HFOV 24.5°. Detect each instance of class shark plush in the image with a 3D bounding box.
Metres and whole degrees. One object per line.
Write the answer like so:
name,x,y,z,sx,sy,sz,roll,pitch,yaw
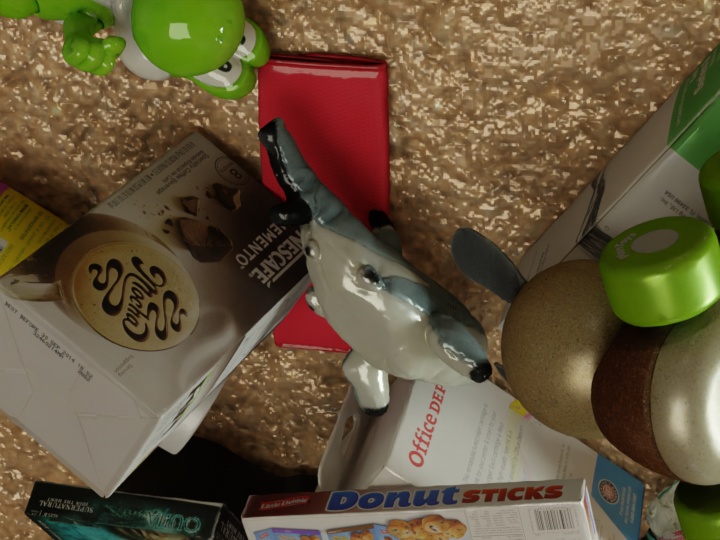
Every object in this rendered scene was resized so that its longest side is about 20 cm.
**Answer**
shark plush,0.000,0.000,0.956,0.200,0.083,0.091,42,133,-13

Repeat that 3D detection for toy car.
toy car,0.135,0.032,0.847,0.200,0.158,0.165,7,125,48

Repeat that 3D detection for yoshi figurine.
yoshi figurine,-0.139,-0.158,0.891,0.200,0.112,0.113,25,119,-6

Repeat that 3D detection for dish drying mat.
dish drying mat,-0.020,-0.037,0.992,0.077,0.018,0.200,6,123,10

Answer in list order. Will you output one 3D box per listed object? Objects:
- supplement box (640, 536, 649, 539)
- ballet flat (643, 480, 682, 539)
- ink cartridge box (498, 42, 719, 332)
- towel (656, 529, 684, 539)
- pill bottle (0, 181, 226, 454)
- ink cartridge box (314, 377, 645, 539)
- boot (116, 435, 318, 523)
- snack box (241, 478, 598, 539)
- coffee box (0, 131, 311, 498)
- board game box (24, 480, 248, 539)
supplement box,0.183,0.280,1.034,0.110,0.200,0.086,38,123,-11
ballet flat,0.273,0.184,1.033,0.200,0.072,0.072,30,125,-7
ink cartridge box,0.193,-0.008,0.911,0.146,0.084,0.200,35,125,-8
towel,0.291,0.184,0.988,0.200,0.030,0.147,-27,94,10
pill bottle,-0.181,0.032,1.027,0.200,0.104,0.104,33,125,-8
ink cartridge box,0.057,0.155,1.030,0.200,0.129,0.125,34,124,-7
boot,-0.090,0.166,1.116,0.200,0.074,0.076,17,132,0
snack box,0.035,0.157,0.944,0.200,0.024,0.072,-5,121,19
coffee box,-0.116,0.019,0.929,0.113,0.200,0.080,40,128,4
board game box,-0.119,0.198,1.106,0.135,0.028,0.200,3,151,22
